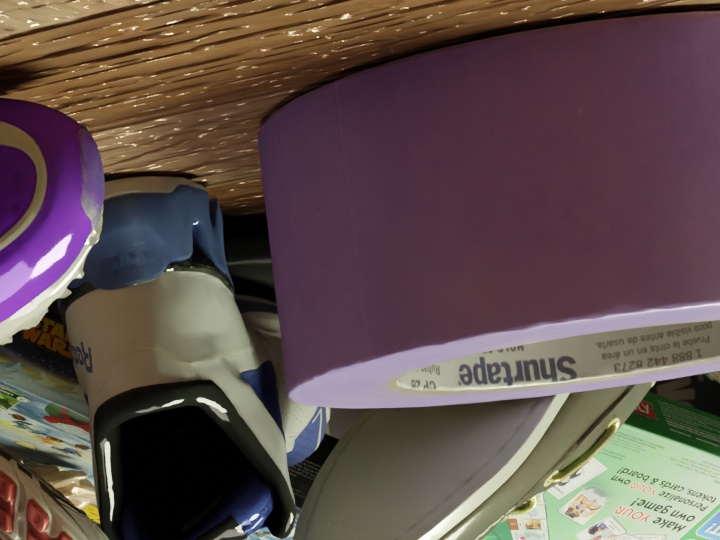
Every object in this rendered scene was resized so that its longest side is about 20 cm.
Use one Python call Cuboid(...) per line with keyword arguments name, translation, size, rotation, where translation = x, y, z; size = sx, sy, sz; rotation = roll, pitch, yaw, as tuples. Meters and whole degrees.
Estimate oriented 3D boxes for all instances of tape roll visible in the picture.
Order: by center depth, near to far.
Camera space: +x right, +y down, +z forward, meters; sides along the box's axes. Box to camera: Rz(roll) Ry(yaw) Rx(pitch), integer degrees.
Cuboid(name="tape roll", translation=(0.071, -0.013, 0.763), size=(0.200, 0.085, 0.200), rotation=(-6, 172, -1))

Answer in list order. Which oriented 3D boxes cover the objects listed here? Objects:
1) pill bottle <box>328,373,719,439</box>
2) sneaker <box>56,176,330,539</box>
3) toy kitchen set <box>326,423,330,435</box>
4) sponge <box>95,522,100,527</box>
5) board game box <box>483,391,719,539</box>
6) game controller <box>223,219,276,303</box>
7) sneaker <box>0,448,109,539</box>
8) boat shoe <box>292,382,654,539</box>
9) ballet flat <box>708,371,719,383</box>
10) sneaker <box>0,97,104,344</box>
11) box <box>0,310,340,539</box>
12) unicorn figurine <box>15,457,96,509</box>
Cuboid(name="pill bottle", translation=(0.093, 0.056, 1.100), size=(0.200, 0.120, 0.120), rotation=(-4, 170, -25))
Cuboid(name="sneaker", translation=(-0.061, 0.058, 0.872), size=(0.081, 0.115, 0.199), rotation=(-13, 156, 7))
Cuboid(name="toy kitchen set", translation=(0.064, 0.096, 1.194), size=(0.200, 0.163, 0.180), rotation=(-8, 171, 2))
Cuboid(name="sponge", translation=(-0.144, 0.103, 1.172), size=(0.112, 0.030, 0.200), rotation=(34, -168, 7))
Cuboid(name="board game box", translation=(0.107, 0.111, 1.050), size=(0.200, 0.029, 0.135), rotation=(21, 126, -37))
Cuboid(name="game controller", translation=(0.000, 0.000, 0.969), size=(0.200, 0.042, 0.104), rotation=(-4, 156, -20))
Cuboid(name="sneaker", translation=(-0.149, 0.073, 0.865), size=(0.200, 0.078, 0.082), rotation=(28, -158, 34))
Cuboid(name="boat shoe", translation=(0.055, 0.055, 0.895), size=(0.072, 0.060, 0.202), rotation=(18, -124, 42))
Cuboid(name="ballet flat", translation=(0.184, 0.047, 1.050), size=(0.200, 0.067, 0.046), rotation=(36, 132, -23))
Cuboid(name="sneaker", translation=(-0.170, -0.009, 0.647), size=(0.200, 0.070, 0.100), rotation=(-10, 166, 10))
Cuboid(name="box", translation=(-0.111, 0.070, 1.047), size=(0.200, 0.040, 0.137), rotation=(26, 154, -28))
Cuboid(name="unicorn figurine", translation=(-0.211, 0.093, 0.985), size=(0.137, 0.074, 0.200), rotation=(5, 167, 44))
